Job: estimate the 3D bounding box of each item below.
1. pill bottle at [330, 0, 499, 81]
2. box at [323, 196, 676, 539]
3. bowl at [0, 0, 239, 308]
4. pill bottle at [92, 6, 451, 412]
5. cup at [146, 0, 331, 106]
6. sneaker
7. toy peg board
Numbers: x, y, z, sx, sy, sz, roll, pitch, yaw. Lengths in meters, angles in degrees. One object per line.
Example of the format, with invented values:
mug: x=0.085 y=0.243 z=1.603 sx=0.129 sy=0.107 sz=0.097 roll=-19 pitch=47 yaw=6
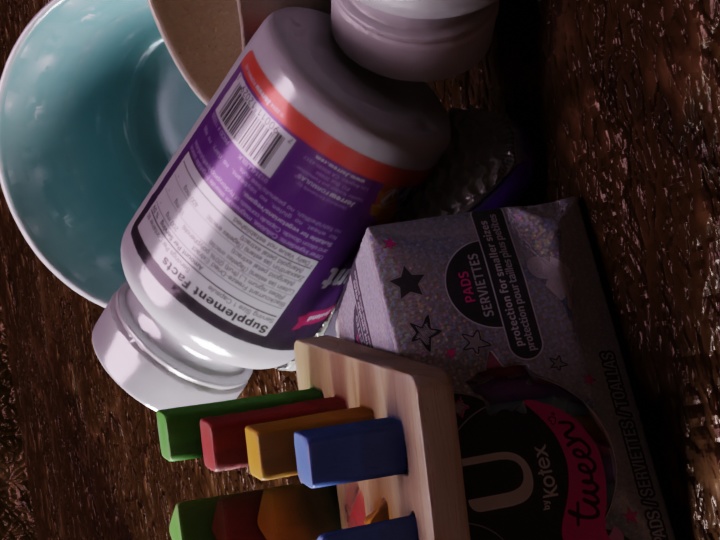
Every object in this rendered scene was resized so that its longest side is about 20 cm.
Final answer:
pill bottle: x=0.033 y=-0.190 z=1.303 sx=0.201 sy=0.110 sz=0.111 roll=97 pitch=159 yaw=-45
box: x=0.063 y=0.085 z=1.333 sx=0.132 sy=0.114 sz=0.201 roll=112 pitch=147 yaw=-63
bowl: x=-0.104 y=-0.080 z=1.627 sx=0.105 sy=0.200 sz=0.202 roll=-27 pitch=-67 yaw=-65
pill bottle: x=-0.051 y=-0.022 z=1.395 sx=0.200 sy=0.111 sz=0.112 roll=-54 pitch=36 yaw=24
cup: x=-0.036 y=-0.198 z=1.468 sx=0.200 sy=0.143 sz=0.201 roll=162 pitch=90 yaw=-73
sneaker: x=0.041 y=-0.008 z=1.450 sx=0.200 sy=0.099 sz=0.070 roll=-43 pitch=41 yaw=36
toy peg board: x=-0.022 y=0.143 z=1.277 sx=0.199 sy=0.097 sz=0.201 roll=-167 pitch=69 yaw=-73
